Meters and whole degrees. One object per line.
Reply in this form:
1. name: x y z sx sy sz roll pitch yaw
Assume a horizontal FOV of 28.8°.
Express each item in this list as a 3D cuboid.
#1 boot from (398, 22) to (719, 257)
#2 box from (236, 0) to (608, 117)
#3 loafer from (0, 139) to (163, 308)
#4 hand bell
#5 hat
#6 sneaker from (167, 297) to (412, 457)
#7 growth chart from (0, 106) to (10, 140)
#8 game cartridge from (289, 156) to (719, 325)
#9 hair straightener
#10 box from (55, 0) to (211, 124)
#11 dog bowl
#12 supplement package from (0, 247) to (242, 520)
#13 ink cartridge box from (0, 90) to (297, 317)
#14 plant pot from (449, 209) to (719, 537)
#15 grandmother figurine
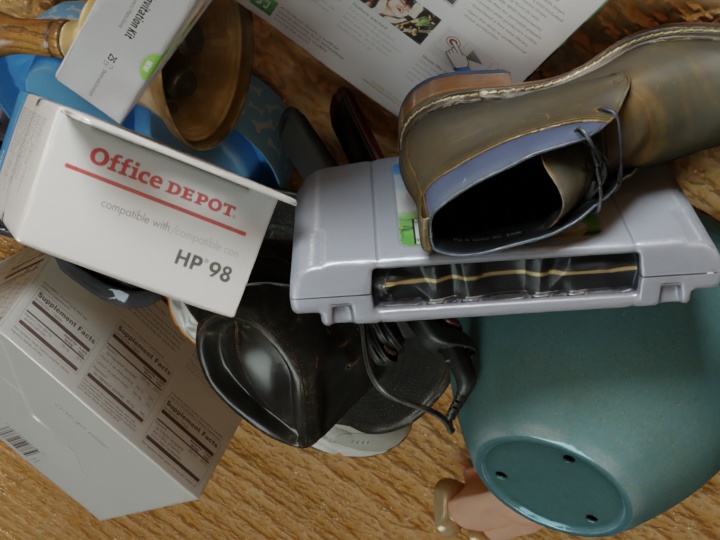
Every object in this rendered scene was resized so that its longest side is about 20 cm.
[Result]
1. boot: 0.113 -0.052 0.634 0.197 0.098 0.075 -10 126 12
2. box: 0.038 -0.150 0.666 0.144 0.037 0.200 35 147 -9
3. loafer: -0.201 -0.051 0.905 0.198 0.072 0.064 30 127 15
4. hand bell: -0.168 -0.125 0.763 0.197 0.105 0.105 6 141 22
5. hat: -0.042 0.051 0.847 0.198 0.081 0.202 15 138 14
6. sneaker: -0.036 0.052 0.955 0.199 0.076 0.092 37 141 -13
7. growth chart: -0.198 -0.060 0.957 0.199 0.018 0.145 37 146 4
8. game cartridge: 0.064 -0.022 0.690 0.197 0.134 0.041 -4 112 0
9. hair straightener: 0.000 0.000 0.764 0.202 0.076 0.041 66 156 10
10. box: -0.051 -0.170 0.596 0.041 0.157 0.200 36 146 -10
11. dog bowl: -0.126 -0.094 0.847 0.198 0.050 0.112 25 146 8
12. supplement package: -0.211 0.084 1.088 0.200 0.112 0.155 45 143 -21
13. ink cartridge box: -0.118 -0.035 0.706 0.115 0.068 0.200 21 -178 -22
14. plant pot: 0.130 0.068 0.793 0.198 0.136 0.201 20 146 14
15. grandmother figurine: 0.136 0.154 0.977 0.120 0.061 0.199 17 154 -36
